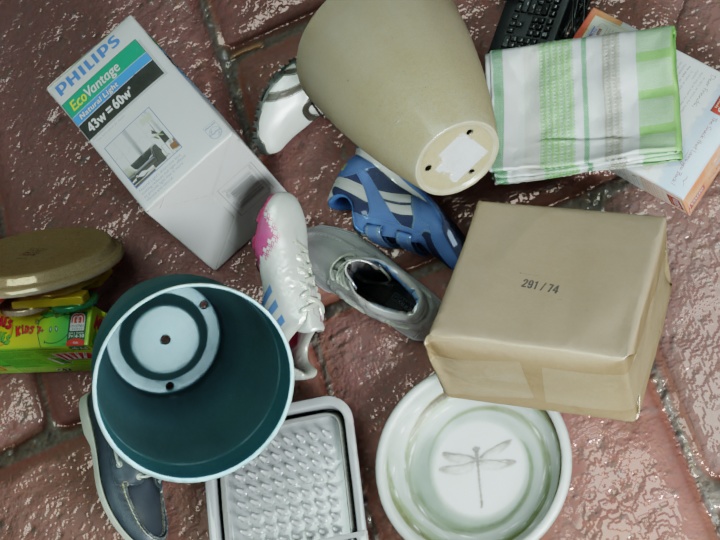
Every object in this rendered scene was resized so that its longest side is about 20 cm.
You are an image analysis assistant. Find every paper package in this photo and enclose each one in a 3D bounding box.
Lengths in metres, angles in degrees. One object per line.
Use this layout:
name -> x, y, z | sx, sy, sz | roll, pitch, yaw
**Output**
paper package -> 0.188, 0.035, 1.472 | 0.199, 0.104, 0.191 | 6, 52, 22

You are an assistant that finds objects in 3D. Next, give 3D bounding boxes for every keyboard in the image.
keyboard -> 0.210, -0.310, 1.645 | 0.104, 0.040, 0.201 | 15, 79, 23

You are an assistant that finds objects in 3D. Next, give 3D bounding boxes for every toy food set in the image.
toy food set -> -0.359, 0.001, 1.667 | 0.199, 0.198, 0.049 | -3, 109, 12

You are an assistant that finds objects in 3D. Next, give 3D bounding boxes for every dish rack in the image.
dish rack -> -0.073, 0.240, 1.557 | 0.171, 0.044, 0.201 | -13, 69, 15

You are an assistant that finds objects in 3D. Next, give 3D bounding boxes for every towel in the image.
towel -> 0.224, -0.171, 1.537 | 0.199, 0.031, 0.150 | -7, 74, 20

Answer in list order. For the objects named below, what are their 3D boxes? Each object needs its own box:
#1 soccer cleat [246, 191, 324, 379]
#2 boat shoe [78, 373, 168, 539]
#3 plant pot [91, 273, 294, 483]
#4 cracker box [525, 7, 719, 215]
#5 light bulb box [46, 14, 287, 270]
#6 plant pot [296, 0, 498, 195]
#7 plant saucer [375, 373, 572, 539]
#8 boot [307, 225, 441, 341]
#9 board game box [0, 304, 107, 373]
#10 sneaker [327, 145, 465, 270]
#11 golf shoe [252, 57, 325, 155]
soccer cleat -> -0.068, 0.020, 1.584 | 0.086, 0.070, 0.201 | 15, 108, 37
boat shoe -> -0.241, 0.203, 1.611 | 0.062, 0.075, 0.201 | -37, 55, 22
plant pot -> -0.187, 0.092, 1.548 | 0.200, 0.200, 0.188 | -51, 21, -2
cracker box -> 0.290, -0.165, 1.559 | 0.200, 0.058, 0.134 | 34, 87, 26
light bulb box -> -0.204, -0.135, 1.641 | 0.125, 0.198, 0.200 | -41, 66, 0
plant pot -> 0.058, -0.176, 1.545 | 0.187, 0.187, 0.200 | -36, 50, 5
plant saucer -> 0.116, 0.196, 1.503 | 0.199, 0.050, 0.201 | -6, 70, 18
boot -> 0.000, 0.000, 1.582 | 0.199, 0.096, 0.074 | 30, 84, 25
board game box -> -0.366, 0.078, 1.678 | 0.199, 0.102, 0.048 | -3, 70, 18
sneaker -> 0.044, -0.051, 1.600 | 0.082, 0.074, 0.200 | -47, 56, -1
golf shoe -> -0.040, -0.202, 1.674 | 0.094, 0.078, 0.200 | 35, 87, 25
